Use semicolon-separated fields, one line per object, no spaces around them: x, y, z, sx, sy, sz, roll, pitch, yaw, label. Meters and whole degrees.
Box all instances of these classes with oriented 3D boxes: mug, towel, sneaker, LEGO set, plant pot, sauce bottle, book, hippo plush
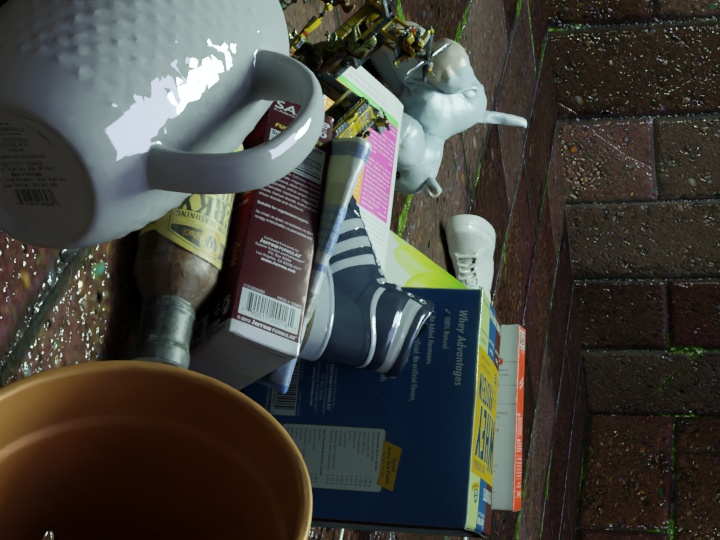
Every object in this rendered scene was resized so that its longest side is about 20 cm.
-0.116;-0.092;0.715;0.176;0.199;0.148;-58;155;-47;mug
-0.054;-0.008;1.011;0.147;0.024;0.201;4;-106;64;towel
0.167;0.007;1.940;0.200;0.073;0.116;64;27;-59;sneaker
-0.005;-0.185;1.131;0.200;0.116;0.154;-41;151;-22;LEGO set
-0.130;0.165;0.698;0.200;0.199;0.141;-68;168;-54;plant pot
-0.125;-0.021;0.923;0.065;0.064;0.201;60;32;-60;sauce bottle
-0.015;-0.097;1.262;0.133;0.048;0.201;30;59;-44;book
0.000;0.000;1.060;0.070;0.108;0.201;124;-24;-45;sneaker
0.056;-0.175;1.509;0.161;0.159;0.200;-58;142;-5;hippo plush

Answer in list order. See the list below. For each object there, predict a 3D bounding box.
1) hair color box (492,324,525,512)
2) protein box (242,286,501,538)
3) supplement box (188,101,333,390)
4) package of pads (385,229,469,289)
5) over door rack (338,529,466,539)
0.128;0.161;1.440;0.061;0.101;0.202;27;65;-73;hair color box
0.011;0.122;1.132;0.135;0.199;0.200;48;45;-71;protein box
-0.082;-0.020;0.980;0.061;0.109;0.201;22;59;-26;supplement box
0.029;0.054;1.332;0.154;0.068;0.200;37;36;-11;package of pads
0.034;0.301;1.323;0.201;0.147;0.067;-74;162;-45;over door rack
